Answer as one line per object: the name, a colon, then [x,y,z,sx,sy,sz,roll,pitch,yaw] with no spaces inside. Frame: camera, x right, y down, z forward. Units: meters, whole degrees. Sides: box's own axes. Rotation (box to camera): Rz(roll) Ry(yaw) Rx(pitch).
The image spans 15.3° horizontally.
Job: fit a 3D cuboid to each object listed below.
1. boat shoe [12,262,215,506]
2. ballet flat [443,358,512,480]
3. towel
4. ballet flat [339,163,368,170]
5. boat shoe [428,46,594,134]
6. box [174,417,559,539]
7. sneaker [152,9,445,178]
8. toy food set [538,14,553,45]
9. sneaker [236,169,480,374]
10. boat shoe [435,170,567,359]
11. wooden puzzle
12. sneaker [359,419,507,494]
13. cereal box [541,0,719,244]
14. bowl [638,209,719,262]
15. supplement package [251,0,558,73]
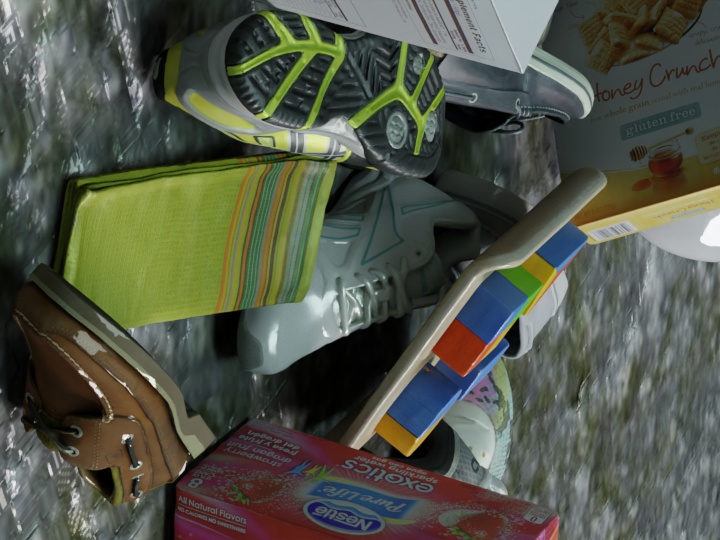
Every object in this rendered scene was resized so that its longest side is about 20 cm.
boat shoe: [-0.129,0.066,1.310,0.068,0.072,0.200,-44,150,-7]
ballet flat: [0.051,0.145,1.735,0.071,0.069,0.200,-25,132,-78]
towel: [-0.084,-0.014,1.387,0.200,0.018,0.086,-10,114,-52]
ballet flat: [0.002,-0.088,1.518,0.200,0.046,0.068,3,103,-64]
boat shoe: [0.070,-0.111,1.542,0.200,0.075,0.062,17,101,-60]
box: [0.001,0.168,1.493,0.095,0.200,0.100,-38,138,-54]
sneaker: [-0.026,-0.095,1.392,0.200,0.076,0.076,20,75,-52]
toy food set: [0.081,-0.215,1.585,0.200,0.060,0.144,7,99,-65]
sneaker: [0.000,0.000,1.533,0.200,0.080,0.071,-42,143,-45]
boat shoe: [0.082,0.000,1.725,0.200,0.072,0.069,65,47,-67]
wooden puzzle: [0.065,0.038,1.594,0.200,0.046,0.185,-50,175,29]
sneaker: [-0.003,0.154,1.631,0.200,0.074,0.088,-34,102,-28]
cereal box: [0.186,-0.129,1.666,0.040,0.144,0.200,31,46,-57]
bowl: [0.200,-0.123,1.787,0.200,0.074,0.200,-114,-153,-57]
supplement package: [0.002,-0.213,1.260,0.152,0.200,0.151,-63,153,-19]
